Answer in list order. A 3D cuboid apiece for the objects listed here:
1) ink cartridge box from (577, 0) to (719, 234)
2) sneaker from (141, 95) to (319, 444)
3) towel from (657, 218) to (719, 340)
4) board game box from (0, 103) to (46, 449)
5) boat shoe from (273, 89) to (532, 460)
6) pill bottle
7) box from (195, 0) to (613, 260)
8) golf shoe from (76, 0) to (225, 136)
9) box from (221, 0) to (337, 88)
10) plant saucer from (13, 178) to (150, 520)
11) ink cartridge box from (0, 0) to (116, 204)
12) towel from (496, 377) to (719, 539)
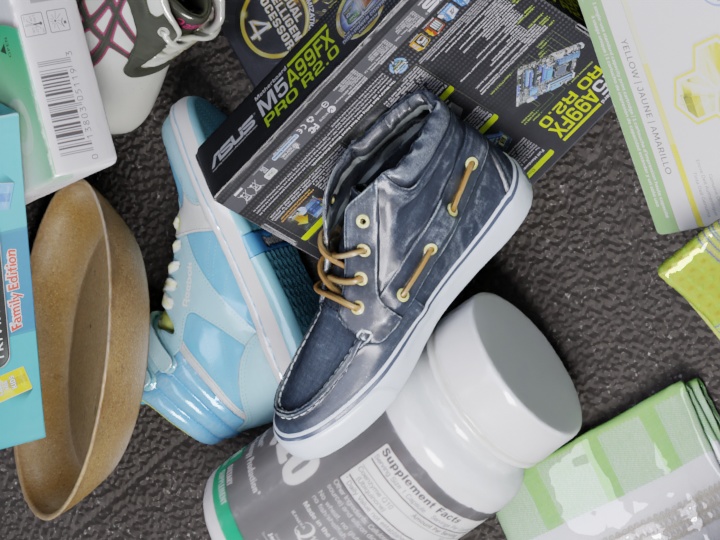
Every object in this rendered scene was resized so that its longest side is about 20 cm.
[{"bbox_3d":[0.224,-0.106,1.469,0.200,0.048,0.146,-10,104,40],"label":"ink cartridge box"},{"bbox_3d":[-0.101,0.009,1.651,0.130,0.079,0.201,-28,78,22],"label":"sneaker"},{"bbox_3d":[0.271,-0.005,1.464,0.200,0.023,0.144,-32,113,24],"label":"towel"},{"bbox_3d":[-0.244,-0.013,1.661,0.151,0.047,0.201,30,129,54],"label":"board game box"},{"bbox_3d":[0.000,0.000,1.508,0.200,0.091,0.071,-53,36,-5],"label":"boat shoe"},{"bbox_3d":[0.019,0.106,1.572,0.200,0.113,0.113,-37,75,22],"label":"pill bottle"},{"bbox_3d":[0.033,-0.086,1.544,0.200,0.160,0.044,-45,41,19],"label":"box"},{"bbox_3d":[-0.125,-0.144,1.622,0.088,0.077,0.200,44,141,29],"label":"golf shoe"},{"bbox_3d":[-0.035,-0.221,1.635,0.161,0.049,0.200,-33,76,18],"label":"box"},{"bbox_3d":[-0.161,0.047,1.654,0.200,0.035,0.201,-173,90,-68],"label":"plant saucer"},{"bbox_3d":[-0.222,-0.116,1.663,0.200,0.050,0.161,-18,87,55],"label":"ink cartridge box"},{"bbox_3d":[0.165,0.179,1.552,0.149,0.031,0.200,-30,78,22],"label":"towel"}]
